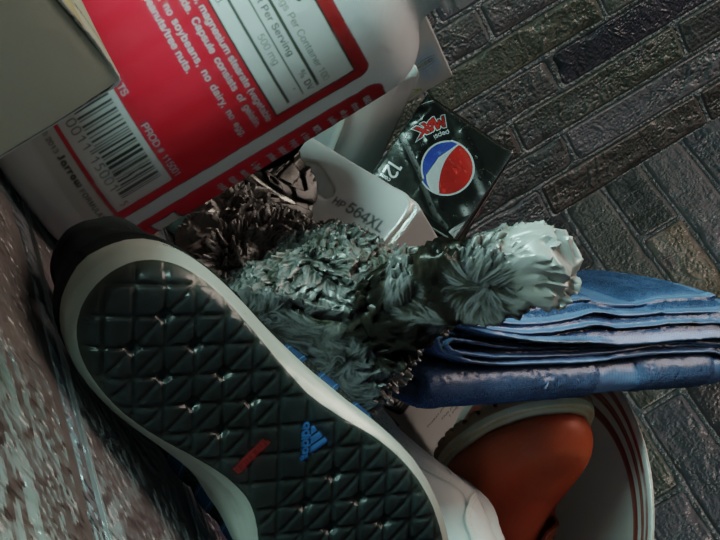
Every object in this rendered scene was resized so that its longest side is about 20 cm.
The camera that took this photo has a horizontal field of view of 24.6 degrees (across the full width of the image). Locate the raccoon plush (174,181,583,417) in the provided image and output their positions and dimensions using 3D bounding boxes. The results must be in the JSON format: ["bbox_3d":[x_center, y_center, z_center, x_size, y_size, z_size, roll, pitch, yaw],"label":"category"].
[{"bbox_3d":[0.000,0.000,0.704,0.135,0.197,0.098,-82,160,-53],"label":"raccoon plush"}]

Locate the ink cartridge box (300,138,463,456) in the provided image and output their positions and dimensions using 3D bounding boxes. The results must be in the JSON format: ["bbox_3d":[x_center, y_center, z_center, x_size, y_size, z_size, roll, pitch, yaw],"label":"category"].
[{"bbox_3d":[-0.009,0.013,0.965,0.145,0.085,0.200,32,-14,35],"label":"ink cartridge box"}]

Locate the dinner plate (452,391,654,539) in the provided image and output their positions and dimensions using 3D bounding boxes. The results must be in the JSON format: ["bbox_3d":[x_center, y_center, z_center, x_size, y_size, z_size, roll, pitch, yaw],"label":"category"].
[{"bbox_3d":[0.095,0.141,0.869,0.024,0.202,0.201,12,30,-27],"label":"dinner plate"}]

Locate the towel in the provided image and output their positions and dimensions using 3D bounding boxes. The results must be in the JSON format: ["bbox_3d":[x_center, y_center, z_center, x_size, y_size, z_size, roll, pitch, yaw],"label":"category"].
[{"bbox_3d":[0.082,0.026,0.783,0.111,0.198,0.049,16,-76,54],"label":"towel"}]

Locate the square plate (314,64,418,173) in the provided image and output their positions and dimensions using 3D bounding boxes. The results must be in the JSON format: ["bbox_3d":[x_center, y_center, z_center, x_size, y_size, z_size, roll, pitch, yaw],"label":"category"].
[{"bbox_3d":[-0.069,-0.120,1.001,0.199,0.028,0.199,40,-30,8],"label":"square plate"}]

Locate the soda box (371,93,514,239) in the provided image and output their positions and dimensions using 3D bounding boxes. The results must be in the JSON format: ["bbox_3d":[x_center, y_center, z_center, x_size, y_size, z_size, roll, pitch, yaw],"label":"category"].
[{"bbox_3d":[0.037,-0.036,1.028,0.063,0.071,0.200,34,-14,3],"label":"soda box"}]

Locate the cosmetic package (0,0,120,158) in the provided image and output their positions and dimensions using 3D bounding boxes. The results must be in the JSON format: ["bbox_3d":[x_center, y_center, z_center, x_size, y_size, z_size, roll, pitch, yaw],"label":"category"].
[{"bbox_3d":[-0.152,-0.134,0.482,0.201,0.071,0.105,61,3,23],"label":"cosmetic package"}]

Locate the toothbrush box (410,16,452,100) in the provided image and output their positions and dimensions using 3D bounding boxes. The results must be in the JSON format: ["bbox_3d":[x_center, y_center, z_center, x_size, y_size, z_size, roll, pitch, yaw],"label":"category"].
[{"bbox_3d":[-0.050,-0.155,1.193,0.087,0.199,0.146,60,2,27],"label":"toothbrush box"}]

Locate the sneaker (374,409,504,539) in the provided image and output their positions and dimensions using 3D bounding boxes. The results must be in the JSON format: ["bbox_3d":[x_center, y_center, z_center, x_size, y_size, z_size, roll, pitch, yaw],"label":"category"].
[{"bbox_3d":[-0.011,0.091,0.777,0.200,0.078,0.099,45,2,40],"label":"sneaker"}]

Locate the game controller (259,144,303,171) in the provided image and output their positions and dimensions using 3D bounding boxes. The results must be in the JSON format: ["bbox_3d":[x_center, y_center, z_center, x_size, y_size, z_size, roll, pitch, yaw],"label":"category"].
[{"bbox_3d":[-0.102,-0.126,0.767,0.199,0.042,0.105,37,29,-9],"label":"game controller"}]

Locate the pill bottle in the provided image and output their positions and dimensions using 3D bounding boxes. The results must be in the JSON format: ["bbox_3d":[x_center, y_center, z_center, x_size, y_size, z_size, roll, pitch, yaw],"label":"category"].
[{"bbox_3d":[-0.050,-0.098,0.643,0.113,0.199,0.112,59,3,-5],"label":"pill bottle"}]

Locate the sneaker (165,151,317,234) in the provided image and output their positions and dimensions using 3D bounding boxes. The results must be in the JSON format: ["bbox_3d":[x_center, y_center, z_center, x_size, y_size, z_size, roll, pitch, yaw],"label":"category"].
[{"bbox_3d":[-0.111,-0.078,0.822,0.201,0.074,0.079,50,-40,4],"label":"sneaker"}]

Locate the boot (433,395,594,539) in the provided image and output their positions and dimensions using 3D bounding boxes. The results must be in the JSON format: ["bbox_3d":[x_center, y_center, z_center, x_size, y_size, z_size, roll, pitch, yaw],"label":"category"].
[{"bbox_3d":[0.070,0.143,0.825,0.201,0.074,0.108,118,-34,-42],"label":"boot"}]

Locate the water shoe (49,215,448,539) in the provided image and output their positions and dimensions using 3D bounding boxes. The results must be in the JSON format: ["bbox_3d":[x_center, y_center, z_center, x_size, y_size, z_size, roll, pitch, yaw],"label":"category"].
[{"bbox_3d":[-0.035,0.056,0.596,0.201,0.071,0.079,55,-5,-29],"label":"water shoe"}]
